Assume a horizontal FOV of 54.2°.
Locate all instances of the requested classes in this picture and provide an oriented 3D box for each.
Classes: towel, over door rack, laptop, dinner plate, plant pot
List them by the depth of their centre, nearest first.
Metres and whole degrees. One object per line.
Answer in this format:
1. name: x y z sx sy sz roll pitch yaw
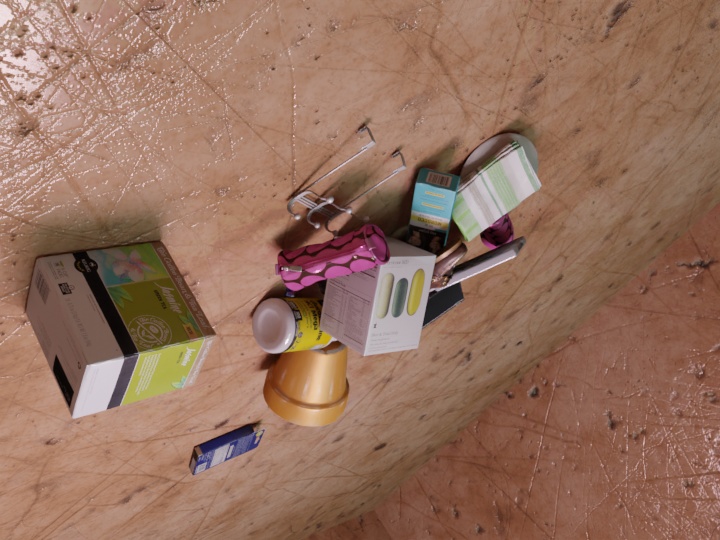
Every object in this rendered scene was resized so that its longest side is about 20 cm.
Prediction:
1. over door rack: -0.015 -0.144 1.237 0.200 0.067 0.148 -42 154 13
2. towel: 0.278 -0.162 1.474 0.200 0.031 0.149 -39 130 3
3. dinner plate: 0.299 -0.194 1.497 0.200 0.024 0.200 -13 127 -17
4. plant pot: -0.111 0.224 1.624 0.200 0.200 0.183 -12 130 -40
5. laptop: 0.154 0.075 1.774 0.187 0.200 0.116 -34 118 -4

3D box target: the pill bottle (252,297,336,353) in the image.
1. pill bottle: -0.122 0.113 1.487 0.200 0.112 0.112 1 136 -52

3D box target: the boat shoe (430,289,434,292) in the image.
1. boat shoe: 0.115 0.039 1.706 0.072 0.068 0.200 -11 167 -34

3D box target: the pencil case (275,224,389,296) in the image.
1. pencil case: -0.052 -0.022 1.275 0.200 0.091 0.094 -18 162 19

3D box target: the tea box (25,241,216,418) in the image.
1. tea box: -0.356 0.080 1.043 0.197 0.200 0.134 -12 145 -43

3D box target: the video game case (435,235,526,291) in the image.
1. video game case: 0.279 -0.018 1.624 0.200 0.022 0.182 -26 -178 23

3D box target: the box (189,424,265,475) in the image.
1. box: -0.361 0.481 1.909 0.200 0.032 0.121 -16 148 -33

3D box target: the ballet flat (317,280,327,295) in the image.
1. ballet flat: 0.000 0.000 1.506 0.200 0.057 0.067 -31 152 -18

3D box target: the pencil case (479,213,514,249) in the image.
1. pencil case: 0.310 -0.113 1.669 0.200 0.094 0.091 46 53 -64

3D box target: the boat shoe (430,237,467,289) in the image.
1. boat shoe: 0.155 0.004 1.454 0.200 0.070 0.070 -38 -176 45

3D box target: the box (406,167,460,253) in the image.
1. box: 0.144 -0.113 1.432 0.200 0.082 0.049 95 13 -50

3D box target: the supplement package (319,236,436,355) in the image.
1. supplement package: 0.033 0.045 1.415 0.152 0.151 0.200 -2 108 -41
